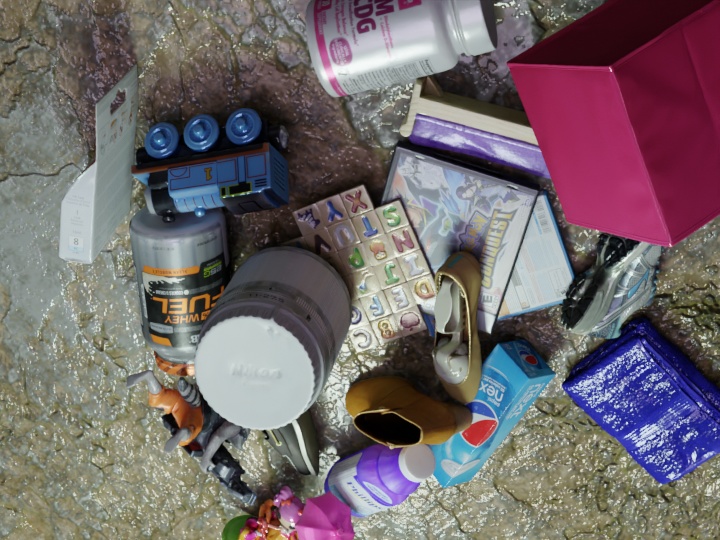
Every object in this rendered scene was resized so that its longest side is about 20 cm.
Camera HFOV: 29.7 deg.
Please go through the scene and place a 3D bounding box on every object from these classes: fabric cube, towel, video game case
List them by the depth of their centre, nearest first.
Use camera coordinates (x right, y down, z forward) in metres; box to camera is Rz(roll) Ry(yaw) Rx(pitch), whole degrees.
[{"bbox_3d":[0.309,-0.171,1.431,0.199,0.196,0.201,-31,110,-17],"label":"fabric cube"},{"bbox_3d":[0.104,-0.037,1.646,0.178,0.026,0.202,17,117,4],"label":"video game case"},{"bbox_3d":[0.157,-0.006,1.676,0.197,0.018,0.145,-16,111,18],"label":"video game case"},{"bbox_3d":[0.367,0.169,1.700,0.200,0.050,0.148,43,114,-10],"label":"towel"}]

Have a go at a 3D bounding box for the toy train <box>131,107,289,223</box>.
[{"bbox_3d":[-0.178,-0.122,1.625,0.197,0.087,0.116,-8,71,14],"label":"toy train"}]

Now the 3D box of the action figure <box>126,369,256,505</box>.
[{"bbox_3d":[-0.194,0.205,1.759,0.199,0.193,0.105,39,97,29],"label":"action figure"}]

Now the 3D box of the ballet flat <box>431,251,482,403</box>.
[{"bbox_3d":[0.109,0.077,1.644,0.068,0.063,0.203,13,116,34],"label":"ballet flat"}]

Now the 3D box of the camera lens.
[{"bbox_3d":[-0.101,0.076,1.605,0.157,0.200,0.162,4,115,10],"label":"camera lens"}]

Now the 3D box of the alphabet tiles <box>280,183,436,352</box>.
[{"bbox_3d":[0.000,0.000,1.665,0.164,0.006,0.202,-19,108,18],"label":"alphabet tiles"}]

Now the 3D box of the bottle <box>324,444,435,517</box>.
[{"bbox_3d":[0.028,0.266,1.754,0.083,0.066,0.200,38,148,-13],"label":"bottle"}]

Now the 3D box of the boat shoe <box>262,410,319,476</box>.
[{"bbox_3d":[-0.103,0.196,1.776,0.060,0.072,0.203,-12,128,10],"label":"boat shoe"}]

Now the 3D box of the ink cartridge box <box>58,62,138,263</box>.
[{"bbox_3d":[-0.313,-0.133,1.626,0.047,0.161,0.203,10,116,5],"label":"ink cartridge box"}]

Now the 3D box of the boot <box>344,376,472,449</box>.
[{"bbox_3d":[0.028,0.176,1.687,0.199,0.143,0.072,7,94,36],"label":"boot"}]

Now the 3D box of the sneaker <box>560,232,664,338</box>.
[{"bbox_3d":[0.323,-0.004,1.625,0.085,0.078,0.201,21,117,-25],"label":"sneaker"}]

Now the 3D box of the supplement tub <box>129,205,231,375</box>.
[{"bbox_3d":[-0.220,0.021,1.703,0.121,0.123,0.203,1,116,10],"label":"supplement tub"}]

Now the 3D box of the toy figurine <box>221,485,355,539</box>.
[{"bbox_3d":[-0.083,0.352,1.806,0.200,0.150,0.185,42,134,17],"label":"toy figurine"}]

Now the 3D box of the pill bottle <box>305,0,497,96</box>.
[{"bbox_3d":[0.047,-0.271,1.518,0.197,0.114,0.115,-12,113,15],"label":"pill bottle"}]

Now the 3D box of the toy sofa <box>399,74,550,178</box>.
[{"bbox_3d":[0.147,-0.159,1.568,0.197,0.083,0.099,15,116,3],"label":"toy sofa"}]

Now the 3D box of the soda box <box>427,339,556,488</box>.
[{"bbox_3d":[0.157,0.183,1.724,0.064,0.067,0.201,48,120,26],"label":"soda box"}]
